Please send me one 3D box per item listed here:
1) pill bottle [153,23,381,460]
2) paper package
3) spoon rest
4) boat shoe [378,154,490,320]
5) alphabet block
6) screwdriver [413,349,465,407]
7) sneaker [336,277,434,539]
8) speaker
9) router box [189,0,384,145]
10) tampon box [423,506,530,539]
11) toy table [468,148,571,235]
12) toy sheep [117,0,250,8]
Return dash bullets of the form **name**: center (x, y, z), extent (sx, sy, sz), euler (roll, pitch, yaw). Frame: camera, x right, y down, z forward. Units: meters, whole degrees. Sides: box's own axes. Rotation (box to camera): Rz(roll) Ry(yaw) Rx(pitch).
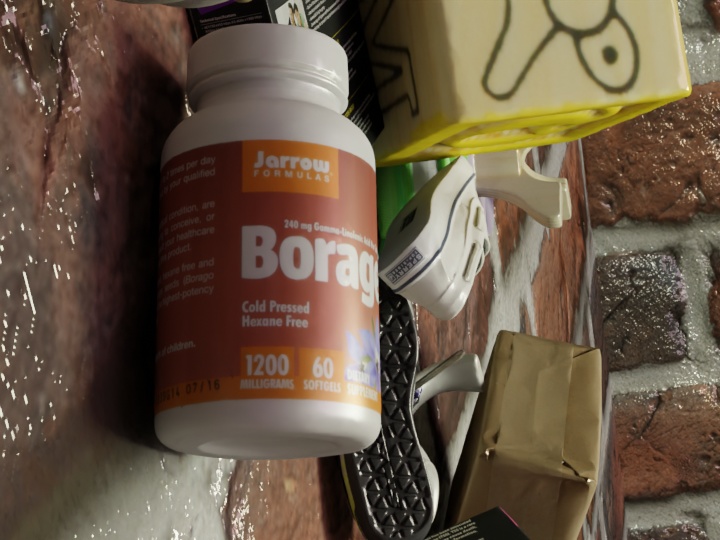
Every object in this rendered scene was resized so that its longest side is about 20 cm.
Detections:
- **pill bottle**: center (-0.046, -0.013, 0.670), extent (0.112, 0.111, 0.203), euler (40, 46, -69)
- **paper package**: center (0.139, 0.185, 1.179), extent (0.191, 0.102, 0.202), euler (-71, 174, -56)
- **spoon rest**: center (0.042, 0.145, 1.076), extent (0.201, 0.060, 0.100), euler (-57, 140, -46)
- **boat shoe**: center (0.059, -0.020, 0.965), extent (0.065, 0.073, 0.200), euler (45, 28, -8)
- **alphabet block**: center (0.097, -0.196, 0.965), extent (0.196, 0.193, 0.203), euler (165, -84, -73)
- **screwdriver**: center (0.042, 0.084, 0.958), extent (0.200, 0.028, 0.030), euler (138, -33, -73)
- **sneaker**: center (0.003, 0.100, 0.944), extent (0.083, 0.071, 0.203), euler (162, -77, -76)
- **speaker**: center (0.048, -0.094, 1.095), extent (0.088, 0.087, 0.203), euler (-17, 101, -74)
- **router box**: center (-0.039, -0.128, 0.844), extent (0.200, 0.050, 0.151), euler (-61, 141, -64)
- **tampon box**: center (0.098, 0.291, 0.917), extent (0.200, 0.125, 0.152), euler (-134, -152, -59)
- **toy table**: center (0.165, -0.121, 1.478), extent (0.200, 0.115, 0.186), euler (60, 29, -59)
- **toy sheep**: center (-0.084, -0.170, 0.542), extent (0.200, 0.136, 0.140), euler (46, 41, -67)
